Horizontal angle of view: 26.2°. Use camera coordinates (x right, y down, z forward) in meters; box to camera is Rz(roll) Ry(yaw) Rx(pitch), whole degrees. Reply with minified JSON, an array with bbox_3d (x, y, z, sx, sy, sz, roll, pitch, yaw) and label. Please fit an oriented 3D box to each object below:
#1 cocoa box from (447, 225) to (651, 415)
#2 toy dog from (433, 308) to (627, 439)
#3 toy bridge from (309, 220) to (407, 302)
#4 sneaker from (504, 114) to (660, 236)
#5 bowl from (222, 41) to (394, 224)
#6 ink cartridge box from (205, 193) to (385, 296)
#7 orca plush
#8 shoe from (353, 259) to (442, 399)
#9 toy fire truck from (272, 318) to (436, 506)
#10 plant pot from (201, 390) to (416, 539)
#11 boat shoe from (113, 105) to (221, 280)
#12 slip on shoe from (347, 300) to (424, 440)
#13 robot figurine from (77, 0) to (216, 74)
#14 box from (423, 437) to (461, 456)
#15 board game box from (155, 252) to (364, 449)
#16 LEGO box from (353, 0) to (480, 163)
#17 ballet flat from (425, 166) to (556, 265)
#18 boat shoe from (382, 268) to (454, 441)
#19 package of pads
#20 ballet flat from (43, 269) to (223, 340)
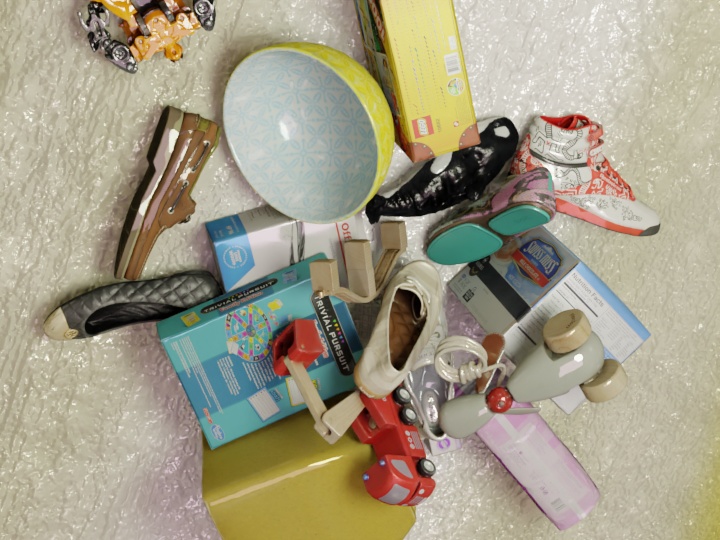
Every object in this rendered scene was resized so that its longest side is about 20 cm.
[{"bbox_3d":[0.210,0.043,1.742,0.131,0.200,0.133,-45,111,5],"label":"cocoa box"},{"bbox_3d":[0.176,0.101,1.614,0.200,0.096,0.132,-7,113,9],"label":"toy dog"},{"bbox_3d":[0.000,0.000,1.669,0.027,0.200,0.067,1,105,26],"label":"toy bridge"},{"bbox_3d":[0.272,-0.112,1.773,0.201,0.067,0.108,16,108,-16],"label":"sneaker"},{"bbox_3d":[-0.036,-0.159,1.644,0.108,0.200,0.200,-37,124,-47],"label":"bowl"},{"bbox_3d":[-0.060,-0.018,1.724,0.200,0.068,0.116,-16,114,-8],"label":"ink cartridge box"},{"bbox_3d":[0.103,-0.103,1.708,0.200,0.071,0.105,-20,128,-24],"label":"orca plush"},{"bbox_3d":[0.052,0.055,1.666,0.070,0.200,0.053,32,137,-8],"label":"shoe"},{"bbox_3d":[-0.008,0.152,1.627,0.141,0.200,0.049,11,137,-38],"label":"toy fire truck"},{"bbox_3d":[-0.050,0.245,1.743,0.200,0.196,0.194,-22,114,3],"label":"plant pot"},{"bbox_3d":[-0.208,-0.074,1.665,0.068,0.072,0.200,18,106,-19],"label":"boat shoe"},{"bbox_3d":[0.016,0.112,1.797,0.074,0.061,0.200,-34,103,-22],"label":"slip on shoe"},{"bbox_3d":[-0.235,-0.304,1.580,0.145,0.058,0.200,-29,113,-2],"label":"robot figurine"},{"bbox_3d":[0.080,0.123,1.828,0.039,0.041,0.200,-16,112,-8],"label":"box"},{"bbox_3d":[-0.102,0.089,1.695,0.200,0.047,0.151,-23,118,-4],"label":"board game box"},{"bbox_3d":[0.053,-0.234,1.628,0.077,0.149,0.200,-16,112,-7],"label":"LEGO box"},{"bbox_3d":[0.151,-0.064,1.732,0.069,0.200,0.071,30,57,-23],"label":"ballet flat"},{"bbox_3d":[0.074,0.095,1.744,0.071,0.069,0.200,-15,95,-5],"label":"boat shoe"},{"bbox_3d":[0.195,0.206,1.843,0.076,0.121,0.200,-39,113,2],"label":"package of pads"},{"bbox_3d":[-0.249,0.045,1.697,0.200,0.057,0.066,-13,153,-6],"label":"ballet flat"}]
